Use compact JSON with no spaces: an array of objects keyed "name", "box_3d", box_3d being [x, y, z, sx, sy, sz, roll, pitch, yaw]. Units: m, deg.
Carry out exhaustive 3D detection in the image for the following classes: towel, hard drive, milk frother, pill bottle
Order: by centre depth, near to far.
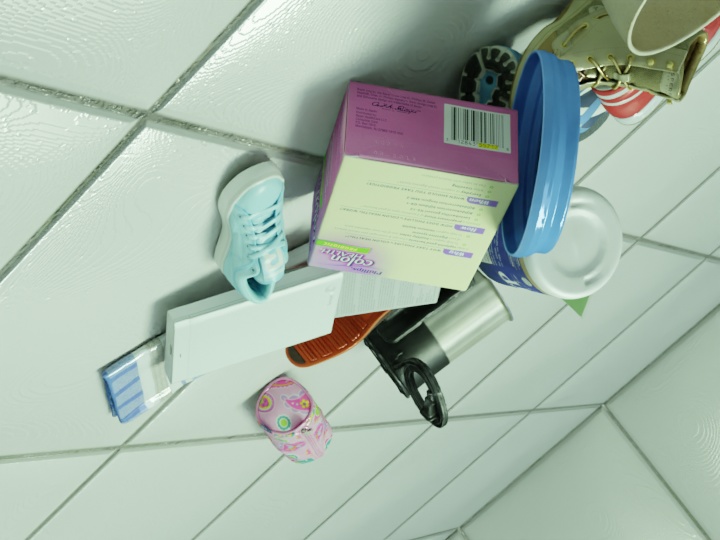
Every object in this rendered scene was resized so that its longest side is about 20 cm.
[{"name":"pill bottle","box_3d":[0.185,-0.039,1.641,0.119,0.120,0.200,-31,-163,-17]},{"name":"hard drive","box_3d":[-0.121,0.058,1.682,0.199,0.026,0.132,-17,150,-19]},{"name":"towel","box_3d":[-0.205,0.100,1.738,0.200,0.024,0.147,-31,159,-17]},{"name":"milk frother","box_3d":[0.122,0.097,2.035,0.188,0.200,0.181,-36,157,-3]}]

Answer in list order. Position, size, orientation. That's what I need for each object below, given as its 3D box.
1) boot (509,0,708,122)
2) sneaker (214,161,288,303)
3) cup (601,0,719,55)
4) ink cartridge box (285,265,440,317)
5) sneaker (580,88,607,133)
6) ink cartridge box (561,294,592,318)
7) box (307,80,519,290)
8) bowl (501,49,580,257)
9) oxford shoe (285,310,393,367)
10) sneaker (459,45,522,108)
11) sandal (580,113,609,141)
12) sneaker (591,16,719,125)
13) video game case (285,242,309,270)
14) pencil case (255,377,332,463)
[{"name":"boot","box_3d":[0.260,-0.207,1.571,0.200,0.155,0.073,-48,150,-32]},{"name":"sneaker","box_3d":[-0.098,-0.034,1.530,0.074,0.082,0.200,-30,159,-21]},{"name":"cup","box_3d":[0.293,-0.329,1.446,0.200,0.143,0.200,-33,160,-14]},{"name":"ink cartridge box","box_3d":[0.000,0.000,1.763,0.199,0.057,0.163,-5,154,-6]},{"name":"sneaker","box_3d":[0.225,-0.183,1.730,0.200,0.074,0.082,-29,138,-24]},{"name":"ink cartridge box","box_3d":[0.217,-0.058,1.757,0.048,0.200,0.146,-36,155,-28]},{"name":"box","box_3d":[0.051,-0.083,1.530,0.175,0.097,0.200,9,146,-8]},{"name":"bowl","box_3d":[0.174,-0.111,1.452,0.039,0.201,0.201,6,152,-4]},{"name":"oxford shoe","box_3d":[-0.009,0.063,1.928,0.200,0.071,0.073,-34,165,-9]},{"name":"sneaker","box_3d":[0.138,-0.151,1.640,0.090,0.078,0.201,-25,143,-58]},{"name":"sandal","box_3d":[0.218,-0.179,1.825,0.199,0.043,0.076,-19,148,-19]},{"name":"sneaker","box_3d":[0.333,-0.261,1.672,0.200,0.071,0.112,-53,146,8]},{"name":"video game case","box_3d":[-0.020,-0.004,1.800,0.199,0.024,0.182,-26,158,-17]},{"name":"pencil case","box_3d":[-0.092,0.214,2.103,0.087,0.088,0.200,-35,161,-6]}]
